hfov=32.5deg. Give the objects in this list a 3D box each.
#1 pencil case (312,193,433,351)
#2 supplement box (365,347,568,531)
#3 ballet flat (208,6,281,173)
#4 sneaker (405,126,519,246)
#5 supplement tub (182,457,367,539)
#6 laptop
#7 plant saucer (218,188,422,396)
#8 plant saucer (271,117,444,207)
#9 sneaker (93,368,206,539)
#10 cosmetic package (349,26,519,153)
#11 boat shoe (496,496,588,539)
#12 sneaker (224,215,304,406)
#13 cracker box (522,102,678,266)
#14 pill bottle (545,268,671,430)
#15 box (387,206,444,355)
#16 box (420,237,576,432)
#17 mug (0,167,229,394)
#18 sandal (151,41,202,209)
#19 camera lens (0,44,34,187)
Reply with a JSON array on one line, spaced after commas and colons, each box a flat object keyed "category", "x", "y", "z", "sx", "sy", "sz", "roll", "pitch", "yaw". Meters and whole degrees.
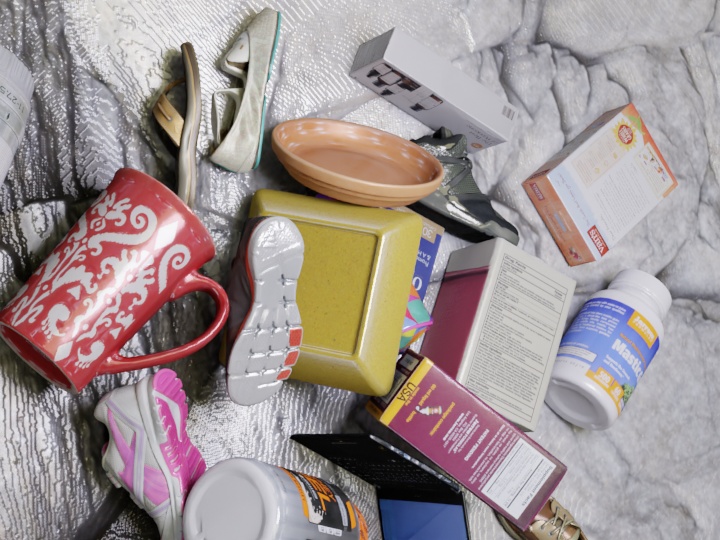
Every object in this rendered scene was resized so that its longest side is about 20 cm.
[{"category": "pencil case", "x": 0.000, "y": 0.000, "z": 1.379, "sx": 0.088, "sy": 0.088, "sz": 0.201, "roll": -23, "pitch": 72, "yaw": -32}, {"category": "supplement box", "x": 0.113, "y": 0.180, "z": 1.339, "sx": 0.200, "sy": 0.110, "sz": 0.086, "roll": 38, "pitch": 87, "yaw": -8}, {"category": "ballet flat", "x": -0.132, "y": -0.209, "z": 1.382, "sx": 0.062, "sy": 0.067, "sz": 0.202, "roll": 12, "pitch": 76, "yaw": -20}, {"category": "sneaker", "x": 0.127, "y": -0.104, "z": 1.519, "sx": 0.199, "sy": 0.076, "sz": 0.115, "roll": 28, "pitch": 75, "yaw": -20}, {"category": "supplement tub", "x": -0.081, "y": 0.267, "z": 1.274, "sx": 0.200, "sy": 0.122, "sz": 0.124, "roll": 30, "pitch": 65, "yaw": -56}, {"category": "laptop", "x": 0.024, "y": 0.264, "z": 1.340, "sx": 0.199, "sy": 0.177, "sz": 0.104, "roll": 33, "pitch": 67, "yaw": -24}, {"category": "plant saucer", "x": -0.049, "y": 0.018, "z": 1.321, "sx": 0.198, "sy": 0.048, "sz": 0.202, "roll": 10, "pitch": 84, "yaw": 14}, {"category": "plant saucer", "x": -0.006, "y": -0.119, "z": 1.390, "sx": 0.199, "sy": 0.200, "sz": 0.038, "roll": -1, "pitch": 117, "yaw": -32}, {"category": "sneaker", "x": -0.215, "y": 0.197, "z": 1.265, "sx": 0.081, "sy": 0.088, "sz": 0.202, "roll": -56, "pitch": 138, "yaw": -68}, {"category": "cosmetic package", "x": 0.091, "y": -0.216, "z": 1.511, "sx": 0.199, "sy": 0.082, "sz": 0.051, "roll": 29, "pitch": 71, "yaw": -25}, {"category": "boat shoe", "x": 0.241, "y": 0.322, "z": 1.527, "sx": 0.076, "sy": 0.074, "sz": 0.200, "roll": -45, "pitch": 107, "yaw": -29}, {"category": "sneaker", "x": -0.107, "y": 0.038, "z": 1.282, "sx": 0.077, "sy": 0.082, "sz": 0.202, "roll": 8, "pitch": 98, "yaw": -32}, {"category": "cracker box", "x": 0.323, "y": -0.116, "z": 1.655, "sx": 0.200, "sy": 0.058, "sz": 0.134, "roll": -39, "pitch": 102, "yaw": -31}, {"category": "pill bottle", "x": 0.321, "y": 0.096, "z": 1.590, "sx": 0.112, "sy": 0.112, "sz": 0.200, "roll": 46, "pitch": 63, "yaw": -18}, {"category": "box", "x": 0.022, "y": 0.016, "z": 1.462, "sx": 0.121, "sy": 0.032, "sz": 0.201, "roll": 27, "pitch": 71, "yaw": -26}, {"category": "box", "x": 0.158, "y": 0.082, "z": 1.491, "sx": 0.127, "sy": 0.109, "sz": 0.201, "roll": 28, "pitch": 69, "yaw": -24}, {"category": "mug", "x": -0.241, "y": 0.022, "z": 1.224, "sx": 0.200, "sy": 0.177, "sz": 0.134, "roll": -50, "pitch": 152, "yaw": -23}, {"category": "sandal", "x": -0.200, "y": -0.151, "z": 1.332, "sx": 0.054, "sy": 0.080, "sz": 0.202, "roll": 5, "pitch": 84, "yaw": -9}, {"category": "camera lens", "x": -0.405, "y": -0.113, "z": 1.138, "sx": 0.159, "sy": 0.160, "sz": 0.201, "roll": 27, "pitch": 69, "yaw": -26}]
